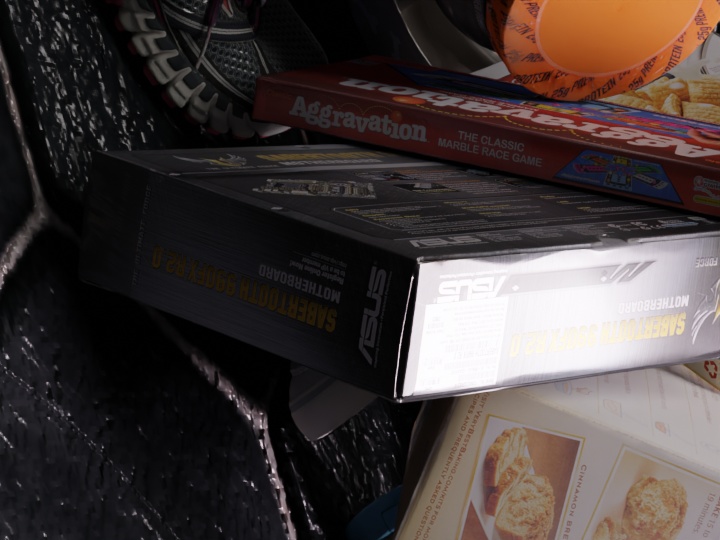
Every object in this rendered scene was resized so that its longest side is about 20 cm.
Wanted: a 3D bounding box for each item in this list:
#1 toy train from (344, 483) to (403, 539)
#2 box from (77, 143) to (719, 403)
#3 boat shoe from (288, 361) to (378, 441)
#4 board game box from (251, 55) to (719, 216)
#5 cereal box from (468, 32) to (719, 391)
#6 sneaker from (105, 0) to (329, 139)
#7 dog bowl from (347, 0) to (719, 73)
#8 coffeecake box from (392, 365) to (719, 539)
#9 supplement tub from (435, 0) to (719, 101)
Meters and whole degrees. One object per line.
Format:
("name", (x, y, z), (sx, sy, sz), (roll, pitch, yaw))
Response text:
("toy train", (0.093, 0.121, 1.041), (0.199, 0.085, 0.116), (-19, 74, -35))
("box", (0.027, -0.006, 0.897), (0.200, 0.158, 0.049), (-5, 107, -46))
("boat shoe", (0.000, 0.000, 1.038), (0.069, 0.072, 0.200), (49, 29, -9))
("board game box", (0.070, -0.053, 0.977), (0.103, 0.199, 0.020), (-21, 121, -62))
("cereal box", (0.134, -0.036, 1.042), (0.200, 0.144, 0.040), (39, -41, 40))
("sneaker", (-0.064, -0.125, 0.976), (0.200, 0.074, 0.081), (51, 28, -43))
("dog bowl", (0.078, -0.147, 1.180), (0.199, 0.059, 0.201), (5, 80, -29))
("coffeecake box", (0.119, 0.085, 0.932), (0.154, 0.199, 0.073), (-71, -177, -78))
("supplement tub", (0.066, -0.169, 1.024), (0.123, 0.122, 0.200), (43, 20, -50))
